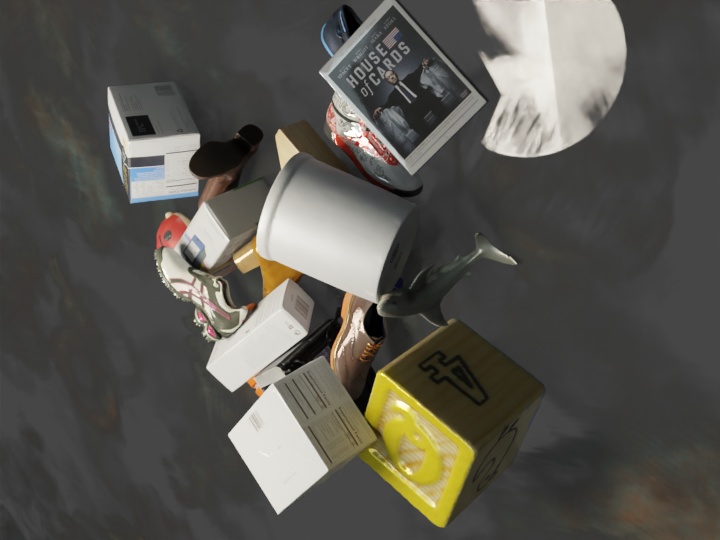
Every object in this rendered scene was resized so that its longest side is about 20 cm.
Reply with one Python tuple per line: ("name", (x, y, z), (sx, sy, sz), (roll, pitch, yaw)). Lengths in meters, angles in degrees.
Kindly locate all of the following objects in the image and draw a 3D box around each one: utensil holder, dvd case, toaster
("utensil holder", (-0.030, -0.062, 1.420), (0.198, 0.170, 0.172), (23, 129, 14))
("dvd case", (0.059, -0.258, 1.327), (0.150, 0.025, 0.200), (-43, 91, 19))
("toaster", (-0.067, 0.200, 1.670), (0.118, 0.200, 0.182), (-28, 99, 47))

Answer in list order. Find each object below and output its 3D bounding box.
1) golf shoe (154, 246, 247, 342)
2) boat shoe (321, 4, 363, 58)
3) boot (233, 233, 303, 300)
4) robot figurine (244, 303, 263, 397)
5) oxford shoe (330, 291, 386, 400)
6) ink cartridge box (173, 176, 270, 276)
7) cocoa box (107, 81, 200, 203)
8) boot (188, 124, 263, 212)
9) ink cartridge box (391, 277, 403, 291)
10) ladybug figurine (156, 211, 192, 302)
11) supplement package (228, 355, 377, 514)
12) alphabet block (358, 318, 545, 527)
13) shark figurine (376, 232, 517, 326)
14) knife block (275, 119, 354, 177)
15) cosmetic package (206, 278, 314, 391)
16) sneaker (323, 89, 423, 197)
("golf shoe", (-0.280, 0.027, 1.673), (0.088, 0.077, 0.201), (-38, 91, 16))
("boat shoe", (0.012, -0.303, 1.384), (0.200, 0.084, 0.069), (48, 134, 11))
("boot", (-0.118, 0.004, 1.693), (0.143, 0.071, 0.202), (-26, 124, 23))
("robot figurine", (-0.180, 0.164, 1.813), (0.143, 0.117, 0.201), (-36, 83, 5))
("oxford shoe", (0.000, 0.127, 1.585), (0.073, 0.071, 0.203), (19, 106, 51))
("ink cartridge box", (-0.245, -0.063, 1.727), (0.088, 0.145, 0.200), (54, 138, 6))
("cocoa box", (-0.377, -0.235, 1.723), (0.201, 0.131, 0.133), (-122, 31, -45))
("boot", (-0.261, -0.149, 1.671), (0.064, 0.186, 0.200), (45, 134, 7))
("ink cartridge box", (0.000, 0.000, 1.555), (0.199, 0.094, 0.037), (25, 89, 36))
("ladybug figurine", (-0.356, -0.021, 1.918), (0.135, 0.072, 0.202), (-19, 97, 49))
("supplement package", (-0.095, 0.259, 1.487), (0.157, 0.110, 0.200), (55, 139, 12))
("alphabet block", (0.136, 0.231, 1.465), (0.195, 0.199, 0.197), (35, 134, 25))
("shark figurine", (0.125, 0.033, 1.422), (0.090, 0.213, 0.128), (59, 173, 10))
("knife block", (-0.044, -0.138, 1.546), (0.174, 0.064, 0.203), (10, 118, 41))
("cosmetic package", (-0.176, 0.114, 1.673), (0.199, 0.102, 0.074), (-37, 111, 23))
("sneaker", (0.026, -0.206, 1.433), (0.201, 0.067, 0.109), (44, 139, 23))
